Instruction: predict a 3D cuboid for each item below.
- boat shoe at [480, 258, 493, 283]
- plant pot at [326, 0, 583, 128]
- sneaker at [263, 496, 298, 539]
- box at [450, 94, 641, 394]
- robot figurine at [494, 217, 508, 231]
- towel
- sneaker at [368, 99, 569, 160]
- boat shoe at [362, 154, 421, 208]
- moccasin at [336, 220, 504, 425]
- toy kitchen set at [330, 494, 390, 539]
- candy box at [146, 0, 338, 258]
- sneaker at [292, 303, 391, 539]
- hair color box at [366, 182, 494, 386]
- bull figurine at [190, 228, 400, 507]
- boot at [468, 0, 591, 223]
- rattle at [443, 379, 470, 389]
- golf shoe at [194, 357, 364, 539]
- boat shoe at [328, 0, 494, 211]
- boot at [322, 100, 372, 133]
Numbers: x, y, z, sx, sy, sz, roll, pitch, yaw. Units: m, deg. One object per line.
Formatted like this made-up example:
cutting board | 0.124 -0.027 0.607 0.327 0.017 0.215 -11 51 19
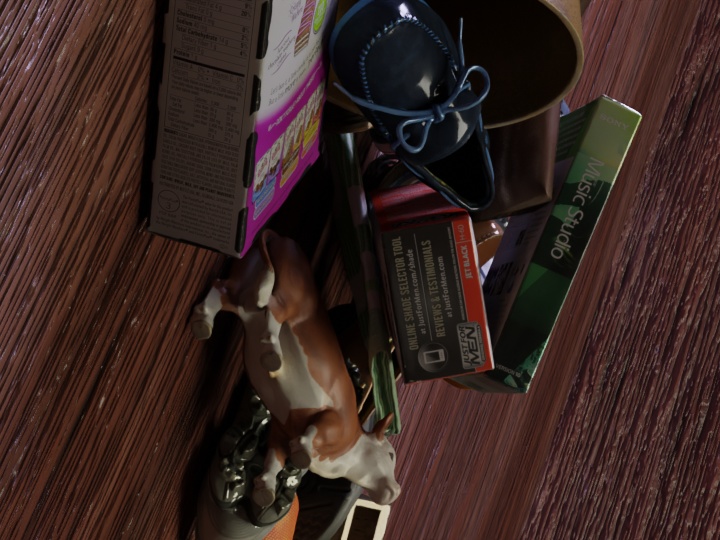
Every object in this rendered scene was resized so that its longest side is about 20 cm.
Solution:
boat shoe | 0.084 -0.012 1.713 0.074 0.067 0.200 107 -29 -45
plant pot | 0.051 -0.220 1.330 0.187 0.186 0.201 80 14 -64
sneaker | -0.075 0.249 1.527 0.073 0.077 0.201 74 31 -65
box | 0.121 -0.014 1.445 0.144 0.036 0.201 164 -52 -82
robot figurine | 0.085 -0.127 1.657 0.200 0.058 0.145 65 36 -36
towel | 0.000 0.000 1.480 0.153 0.023 0.201 83 -2 -62
sneaker | 0.086 -0.096 1.523 0.146 0.077 0.202 63 37 -22
boat shoe | 0.028 -0.050 1.632 0.200 0.072 0.073 115 -33 -65
moccasin | 0.038 0.042 1.575 0.201 0.078 0.074 -44 157 -18
toy kitchen set | -0.026 0.263 1.604 0.163 0.200 0.181 17 88 -37
candy box | -0.058 -0.127 1.157 0.136 0.061 0.201 -57 160 -57
sneaker | -0.018 0.136 1.645 0.114 0.076 0.200 66 36 -62
hair color box | 0.044 0.003 1.413 0.200 0.061 0.102 -99 179 -80
bull figurine | -0.039 0.075 1.360 0.200 0.065 0.121 66 24 -13
boot | 0.128 -0.126 1.378 0.186 0.064 0.201 -9 -113 64
rattle | 0.074 0.043 1.818 0.200 0.142 0.131 24 64 -72
golf shoe | -0.066 0.124 1.475 0.097 0.078 0.200 -59 176 37
boat shoe | 0.046 -0.098 1.257 0.084 0.069 0.200 -40 151 6
boot | 0.010 -0.174 1.447 0.200 0.074 0.097 -61 145 -51
